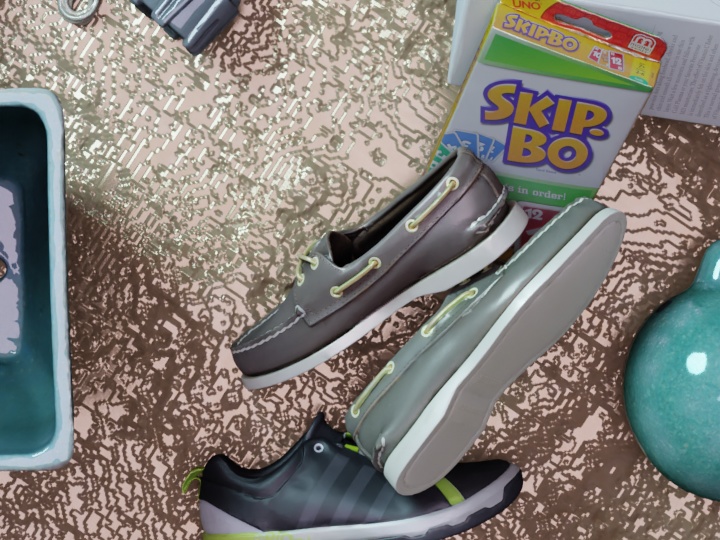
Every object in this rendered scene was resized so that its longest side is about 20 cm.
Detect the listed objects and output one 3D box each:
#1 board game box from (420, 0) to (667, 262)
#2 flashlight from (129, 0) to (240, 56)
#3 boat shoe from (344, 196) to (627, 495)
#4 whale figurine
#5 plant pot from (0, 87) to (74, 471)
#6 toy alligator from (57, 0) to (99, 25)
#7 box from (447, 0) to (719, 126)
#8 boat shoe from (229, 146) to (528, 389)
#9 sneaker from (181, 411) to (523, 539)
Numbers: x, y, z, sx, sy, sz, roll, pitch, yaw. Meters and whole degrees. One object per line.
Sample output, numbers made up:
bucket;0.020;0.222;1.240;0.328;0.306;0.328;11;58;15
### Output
board game box;0.096;-0.075;1.375;0.095;0.201;0.030;20;49;-3
flashlight;-0.046;-0.213;1.418;0.068;0.068;0.200;40;90;-5
boat shoe;0.069;0.033;1.384;0.060;0.072;0.202;43;96;30
whale figurine;0.249;0.052;1.416;0.199;0.104;0.160;-29;92;0
plant pot;-0.250;0.003;1.354;0.195;0.200;0.198;-2;93;-2
toy alligator;-0.172;-0.245;1.419;0.059;0.054;0.202;-5;92;-1
box;0.157;-0.166;1.385;0.198;0.098;0.125;9;58;-1
boat shoe;0.000;0.000;1.403;0.199;0.072;0.060;-31;107;23
sneaker;-0.005;0.122;1.429;0.198;0.072;0.084;-11;91;-1
